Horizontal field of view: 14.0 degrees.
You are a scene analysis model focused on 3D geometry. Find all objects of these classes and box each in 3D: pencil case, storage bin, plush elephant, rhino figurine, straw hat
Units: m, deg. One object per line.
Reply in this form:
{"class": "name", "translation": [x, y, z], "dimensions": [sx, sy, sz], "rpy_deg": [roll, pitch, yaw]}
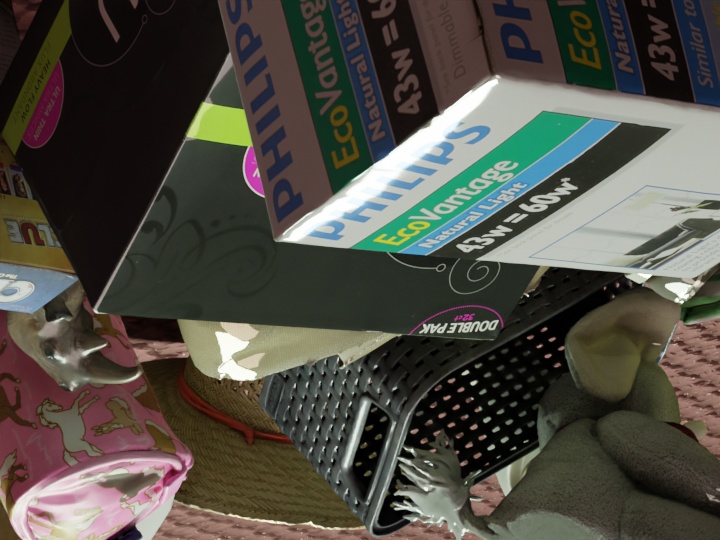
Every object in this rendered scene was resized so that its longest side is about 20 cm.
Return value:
{"class": "pencil case", "translation": [-0.145, 0.032, 1.334], "dimensions": [0.083, 0.200, 0.087], "rpy_deg": [-36, 146, 13]}
{"class": "storage bin", "translation": [0.061, 0.025, 1.437], "dimensions": [0.200, 0.094, 0.135], "rpy_deg": [-27, 152, -30]}
{"class": "plush elephant", "translation": [0.127, 0.106, 1.390], "dimensions": [0.155, 0.200, 0.165], "rpy_deg": [-52, 171, -48]}
{"class": "rhino figurine", "translation": [-0.174, -0.011, 1.248], "dimensions": [0.060, 0.200, 0.088], "rpy_deg": [-43, 164, -46]}
{"class": "straw hat", "translation": [-0.046, 0.057, 1.593], "dimensions": [0.201, 0.201, 0.085], "rpy_deg": [0, 117, -28]}

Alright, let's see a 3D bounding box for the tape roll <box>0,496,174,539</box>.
{"class": "tape roll", "translation": [-0.198, 0.094, 1.501], "dimensions": [0.202, 0.071, 0.203], "rpy_deg": [21, 144, 16]}

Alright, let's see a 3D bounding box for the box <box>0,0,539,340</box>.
{"class": "box", "translation": [-0.016, -0.070, 1.154], "dimensions": [0.200, 0.124, 0.149], "rpy_deg": [4, 129, -37]}

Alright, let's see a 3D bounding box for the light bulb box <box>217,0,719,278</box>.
{"class": "light bulb box", "translation": [0.061, -0.113, 1.029], "dimensions": [0.200, 0.199, 0.125], "rpy_deg": [4, 152, -39]}

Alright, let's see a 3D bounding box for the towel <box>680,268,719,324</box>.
{"class": "towel", "translation": [0.236, -0.048, 1.388], "dimensions": [0.200, 0.023, 0.153], "rpy_deg": [-42, 180, -8]}

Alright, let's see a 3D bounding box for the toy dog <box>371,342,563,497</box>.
{"class": "toy dog", "translation": [0.069, 0.078, 1.559], "dimensions": [0.132, 0.200, 0.096], "rpy_deg": [8, 130, -45]}

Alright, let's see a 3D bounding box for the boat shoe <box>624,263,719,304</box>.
{"class": "boat shoe", "translation": [0.181, -0.051, 1.220], "dimensions": [0.202, 0.060, 0.072], "rpy_deg": [-49, -174, -32]}

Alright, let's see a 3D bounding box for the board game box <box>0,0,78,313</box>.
{"class": "board game box", "translation": [-0.206, -0.061, 1.127], "dimensions": [0.035, 0.136, 0.200], "rpy_deg": [-34, 150, 34]}

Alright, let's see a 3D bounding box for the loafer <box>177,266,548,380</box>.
{"class": "loafer", "translation": [0.000, 0.000, 1.280], "dimensions": [0.200, 0.076, 0.068], "rpy_deg": [-9, 136, -31]}
